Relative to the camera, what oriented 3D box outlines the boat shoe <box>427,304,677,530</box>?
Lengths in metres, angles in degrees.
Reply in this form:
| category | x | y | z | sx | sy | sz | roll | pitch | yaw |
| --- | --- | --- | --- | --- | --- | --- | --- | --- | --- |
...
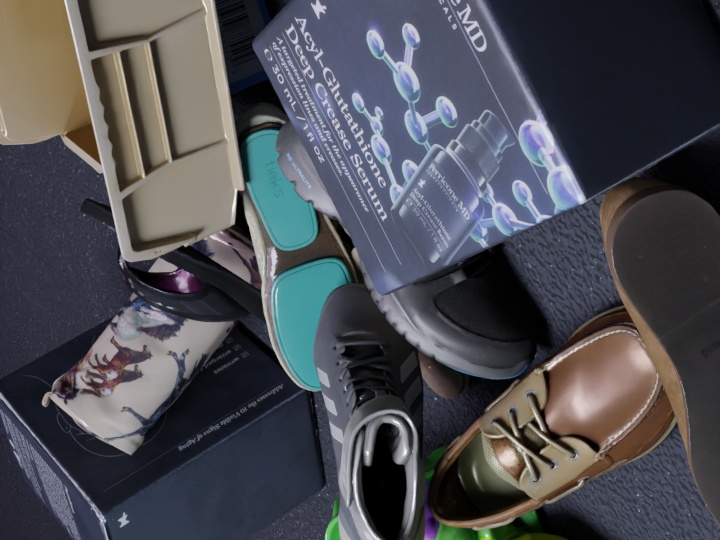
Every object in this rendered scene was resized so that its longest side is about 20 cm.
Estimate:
| category | x | y | z | sx | sy | sz | roll | pitch | yaw |
| --- | --- | --- | --- | --- | --- | --- | --- | --- | --- |
| boat shoe | 0.101 | 0.092 | 0.744 | 0.076 | 0.073 | 0.200 | 54 | 140 | 14 |

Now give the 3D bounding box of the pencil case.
| category | x | y | z | sx | sy | sz | roll | pitch | yaw |
| --- | --- | --- | --- | --- | --- | --- | --- | --- | --- |
| pencil case | -0.154 | 0.045 | 1.045 | 0.089 | 0.201 | 0.078 | 37 | 177 | 12 |

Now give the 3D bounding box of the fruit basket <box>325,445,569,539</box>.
| category | x | y | z | sx | sy | sz | roll | pitch | yaw |
| --- | --- | --- | --- | --- | --- | --- | --- | --- | --- |
| fruit basket | 0.080 | 0.218 | 0.865 | 0.216 | 0.154 | 0.217 | 90 | 154 | -68 |

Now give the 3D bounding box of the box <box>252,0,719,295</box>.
| category | x | y | z | sx | sy | sz | roll | pitch | yaw |
| --- | --- | --- | --- | --- | --- | --- | --- | --- | --- |
| box | 0.055 | -0.092 | 0.640 | 0.150 | 0.106 | 0.200 | 62 | 153 | 0 |

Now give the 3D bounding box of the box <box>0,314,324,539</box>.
| category | x | y | z | sx | sy | sz | roll | pitch | yaw |
| --- | --- | --- | --- | --- | --- | --- | --- | --- | --- |
| box | -0.169 | 0.139 | 1.153 | 0.196 | 0.199 | 0.125 | 35 | 145 | 42 |

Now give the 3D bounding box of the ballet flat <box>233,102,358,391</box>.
| category | x | y | z | sx | sy | sz | roll | pitch | yaw |
| --- | --- | --- | --- | --- | --- | --- | --- | --- | --- |
| ballet flat | -0.041 | -0.018 | 0.917 | 0.062 | 0.067 | 0.202 | -109 | 7 | -66 |

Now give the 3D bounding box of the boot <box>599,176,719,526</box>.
| category | x | y | z | sx | sy | sz | roll | pitch | yaw |
| --- | --- | --- | --- | --- | --- | --- | --- | --- | --- |
| boot | 0.167 | 0.044 | 0.638 | 0.202 | 0.073 | 0.076 | 63 | -177 | -14 |

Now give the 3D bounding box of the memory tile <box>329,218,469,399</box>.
| category | x | y | z | sx | sy | sz | roll | pitch | yaw |
| --- | --- | --- | --- | --- | --- | --- | --- | --- | --- |
| memory tile | 0.000 | 0.000 | 0.926 | 0.199 | 0.017 | 0.155 | 17 | 129 | 56 |

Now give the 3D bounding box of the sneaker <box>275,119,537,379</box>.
| category | x | y | z | sx | sy | sz | roll | pitch | yaw |
| --- | --- | --- | --- | --- | --- | --- | --- | --- | --- |
| sneaker | 0.035 | -0.026 | 0.776 | 0.200 | 0.073 | 0.082 | 48 | 128 | 4 |

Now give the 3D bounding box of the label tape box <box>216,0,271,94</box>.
| category | x | y | z | sx | sy | sz | roll | pitch | yaw |
| --- | --- | --- | --- | --- | --- | --- | --- | --- | --- |
| label tape box | -0.140 | -0.191 | 0.944 | 0.199 | 0.066 | 0.145 | 11 | 124 | 61 |

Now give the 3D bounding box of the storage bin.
| category | x | y | z | sx | sy | sz | roll | pitch | yaw |
| --- | --- | --- | --- | --- | --- | --- | --- | --- | --- |
| storage bin | -0.171 | -0.134 | 0.869 | 0.200 | 0.093 | 0.201 | 36 | 141 | 45 |

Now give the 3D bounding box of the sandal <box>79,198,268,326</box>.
| category | x | y | z | sx | sy | sz | roll | pitch | yaw |
| --- | --- | --- | --- | --- | --- | --- | --- | --- | --- |
| sandal | -0.111 | 0.016 | 0.948 | 0.199 | 0.048 | 0.075 | 33 | 178 | -24 |

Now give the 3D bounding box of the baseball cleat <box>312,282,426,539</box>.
| category | x | y | z | sx | sy | sz | roll | pitch | yaw |
| --- | --- | --- | --- | --- | --- | --- | --- | --- | --- |
| baseball cleat | 0.013 | 0.080 | 0.820 | 0.107 | 0.069 | 0.202 | 98 | 164 | -58 |
